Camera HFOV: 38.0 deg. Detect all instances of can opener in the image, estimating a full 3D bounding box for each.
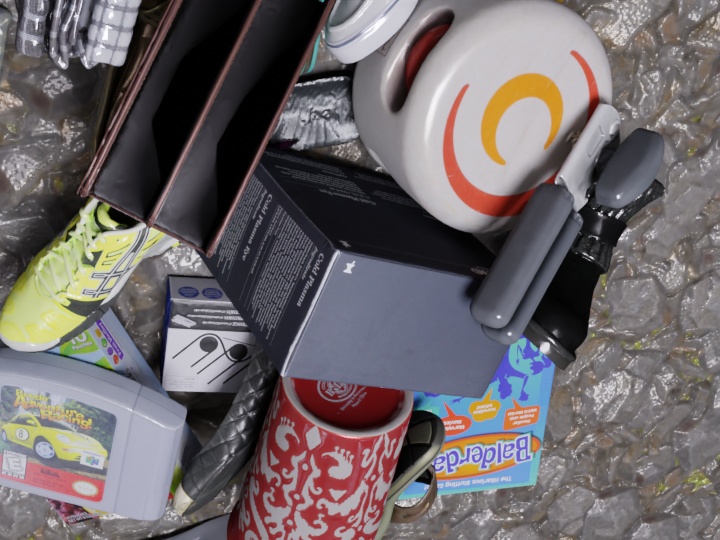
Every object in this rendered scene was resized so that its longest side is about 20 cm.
[{"bbox_3d":[0.149,-0.036,0.761,0.201,0.066,0.053,-54,139,-13],"label":"can opener"}]

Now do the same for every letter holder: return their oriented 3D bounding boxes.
[{"bbox_3d":[-0.097,-0.119,0.687,0.100,0.142,0.202,26,88,-12],"label":"letter holder"}]

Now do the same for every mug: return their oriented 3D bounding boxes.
[{"bbox_3d":[-0.032,0.148,0.879,0.131,0.179,0.202,9,129,-8],"label":"mug"}]

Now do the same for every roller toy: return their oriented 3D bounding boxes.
[{"bbox_3d":[0.091,-0.138,0.824,0.180,0.140,0.202,-19,124,-17],"label":"roller toy"}]

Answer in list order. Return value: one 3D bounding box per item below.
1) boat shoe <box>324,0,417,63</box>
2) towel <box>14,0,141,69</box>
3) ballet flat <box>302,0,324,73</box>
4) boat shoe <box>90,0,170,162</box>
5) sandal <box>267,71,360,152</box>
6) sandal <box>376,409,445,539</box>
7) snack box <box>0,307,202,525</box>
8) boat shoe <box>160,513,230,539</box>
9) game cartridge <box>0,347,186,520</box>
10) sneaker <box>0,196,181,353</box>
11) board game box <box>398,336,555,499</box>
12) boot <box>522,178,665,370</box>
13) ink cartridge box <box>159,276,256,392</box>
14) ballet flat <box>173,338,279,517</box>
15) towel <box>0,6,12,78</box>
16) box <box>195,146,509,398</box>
[{"bbox_3d":[0.025,-0.253,0.778,0.065,0.073,0.202,32,90,-40],"label":"boat shoe"},{"bbox_3d":[-0.176,-0.232,0.671,0.084,0.201,0.168,13,113,-19],"label":"towel"},{"bbox_3d":[-0.049,-0.241,0.772,0.069,0.067,0.202,2,118,-28],"label":"ballet flat"},{"bbox_3d":[-0.146,-0.162,0.780,0.072,0.063,0.202,22,106,0],"label":"boat shoe"},{"bbox_3d":[-0.084,-0.115,0.843,0.198,0.048,0.076,-16,119,-5],"label":"sandal"},{"bbox_3d":[0.040,0.207,0.987,0.057,0.080,0.202,18,129,-7],"label":"sandal"},{"bbox_3d":[-0.242,0.124,0.906,0.140,0.053,0.202,-17,121,15],"label":"snack box"},{"bbox_3d":[-0.187,0.304,1.029,0.197,0.071,0.071,-18,118,-12],"label":"boat shoe"},{"bbox_3d":[-0.247,0.131,0.858,0.197,0.041,0.135,15,121,-4],"label":"game cartridge"},{"bbox_3d":[-0.204,-0.020,0.794,0.200,0.075,0.076,-44,162,-2],"label":"sneaker"},{"bbox_3d":[0.109,0.126,1.022,0.150,0.045,0.203,-4,119,-12],"label":"board game box"},{"bbox_3d":[0.189,-0.020,0.884,0.079,0.211,0.158,37,109,-6],"label":"boot"},{"bbox_3d":[-0.077,0.061,0.940,0.197,0.044,0.095,3,118,-16],"label":"ink cartridge box"},{"bbox_3d":[-0.104,0.121,0.897,0.056,0.066,0.201,33,91,11],"label":"ballet flat"},{"bbox_3d":[-0.372,-0.126,0.779,0.190,0.035,0.202,11,112,-23],"label":"towel"},{"bbox_3d":[0.000,0.000,0.821,0.198,0.182,0.105,11,113,-36],"label":"box"}]
